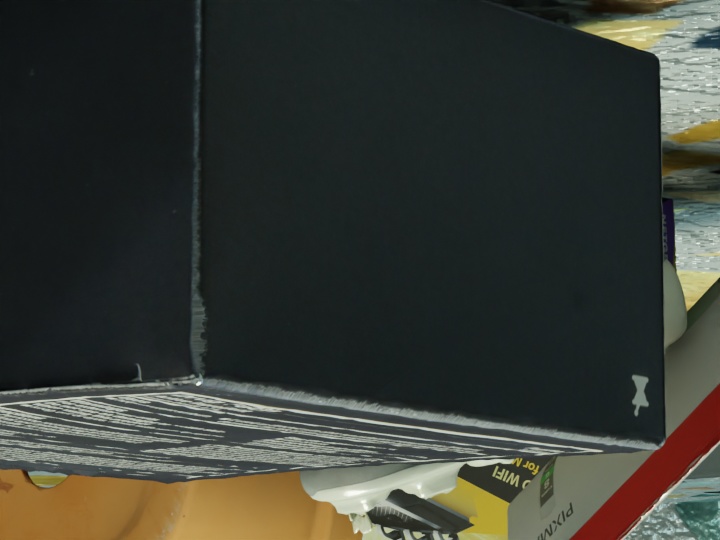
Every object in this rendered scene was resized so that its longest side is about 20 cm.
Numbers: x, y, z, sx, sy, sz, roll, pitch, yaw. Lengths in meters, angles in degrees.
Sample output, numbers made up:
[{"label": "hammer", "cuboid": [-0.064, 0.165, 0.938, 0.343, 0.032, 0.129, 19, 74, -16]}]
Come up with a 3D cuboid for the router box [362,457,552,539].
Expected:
[{"label": "router box", "cuboid": [-0.001, 0.131, 1.399, 0.199, 0.158, 0.052, 24, 178, -7]}]

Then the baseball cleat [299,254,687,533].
[{"label": "baseball cleat", "cuboid": [0.038, 0.012, 0.963, 0.069, 0.107, 0.200, -10, -171, 38]}]

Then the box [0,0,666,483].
[{"label": "box", "cuboid": [-0.048, -0.010, 0.792, 0.197, 0.124, 0.199, -6, 169, 39]}]

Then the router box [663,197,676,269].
[{"label": "router box", "cuboid": [0.000, 0.000, 1.110, 0.199, 0.053, 0.157, -8, 169, 39]}]

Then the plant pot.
[{"label": "plant pot", "cuboid": [-0.110, 0.091, 1.234, 0.199, 0.202, 0.140, -3, 168, 16]}]

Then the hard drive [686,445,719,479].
[{"label": "hard drive", "cuboid": [0.225, 0.063, 1.435, 0.199, 0.033, 0.139, -8, -163, 38]}]

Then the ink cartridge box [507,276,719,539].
[{"label": "ink cartridge box", "cuboid": [0.105, 0.059, 1.035, 0.161, 0.050, 0.200, -50, 170, 28]}]
